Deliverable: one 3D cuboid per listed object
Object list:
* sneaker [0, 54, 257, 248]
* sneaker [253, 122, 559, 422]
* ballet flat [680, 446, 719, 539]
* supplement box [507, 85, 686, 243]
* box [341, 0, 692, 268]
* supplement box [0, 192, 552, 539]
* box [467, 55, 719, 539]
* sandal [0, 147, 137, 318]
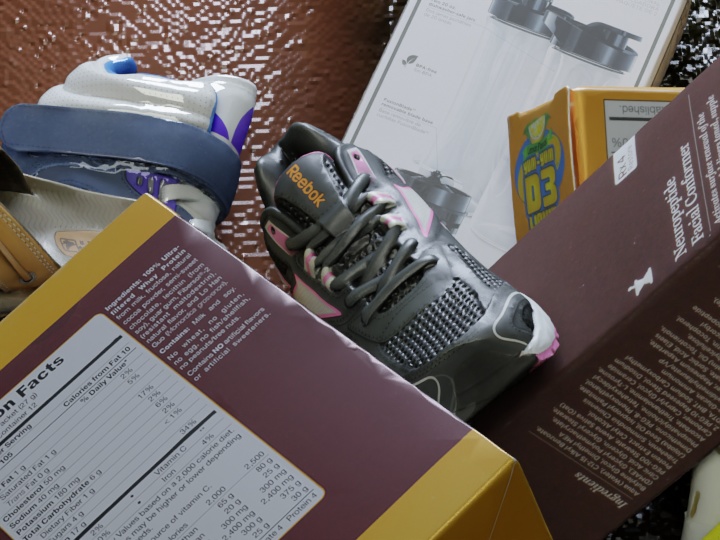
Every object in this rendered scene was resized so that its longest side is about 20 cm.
[{"bbox_3d":[-0.070,-0.014,1.001,0.199,0.081,0.147,31,78,21],"label":"sneaker"},{"bbox_3d":[0.000,0.000,0.869,0.080,0.200,0.086,-41,113,-6],"label":"sneaker"},{"bbox_3d":[0.160,0.073,0.851,0.067,0.067,0.200,48,115,22],"label":"ballet flat"},{"bbox_3d":[0.163,-0.039,0.973,0.198,0.066,0.069,2,81,-20],"label":"supplement box"},{"bbox_3d":[0.061,-0.060,1.028,0.116,0.060,0.201,20,70,10],"label":"box"},{"bbox_3d":[-0.032,0.117,0.814,0.133,0.198,0.200,-42,48,-15],"label":"supplement box"},{"bbox_3d":[0.114,0.007,0.860,0.075,0.200,0.100,32,31,-22],"label":"box"},{"bbox_3d":[-0.136,-0.015,0.884,0.199,0.054,0.081,2,53,-40],"label":"sandal"}]
